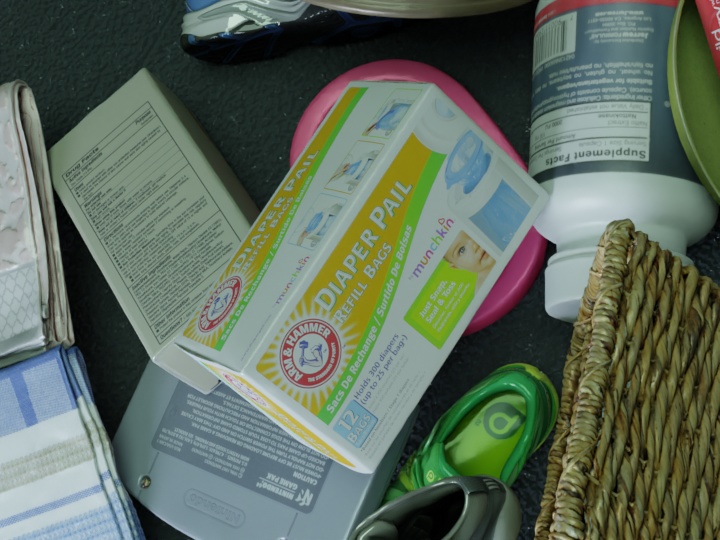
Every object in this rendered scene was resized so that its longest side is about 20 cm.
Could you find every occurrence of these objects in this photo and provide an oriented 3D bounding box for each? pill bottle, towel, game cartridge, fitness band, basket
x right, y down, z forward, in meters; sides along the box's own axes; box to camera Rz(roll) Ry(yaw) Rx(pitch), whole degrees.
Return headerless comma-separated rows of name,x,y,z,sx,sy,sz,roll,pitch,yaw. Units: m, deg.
pill bottle,0.163,-0.071,0.927,0.118,0.120,0.202,0,77,16
towel,-0.213,0.163,0.990,0.146,0.024,0.202,-22,87,19
game cartridge,-0.069,0.117,0.968,0.199,0.040,0.134,18,75,32
towel,-0.290,-0.011,1.050,0.199,0.032,0.193,-21,73,31
fitness band,0.037,-0.050,1.002,0.143,0.037,0.201,-37,71,4
basket,0.134,0.099,0.806,0.142,0.148,0.201,-30,38,51

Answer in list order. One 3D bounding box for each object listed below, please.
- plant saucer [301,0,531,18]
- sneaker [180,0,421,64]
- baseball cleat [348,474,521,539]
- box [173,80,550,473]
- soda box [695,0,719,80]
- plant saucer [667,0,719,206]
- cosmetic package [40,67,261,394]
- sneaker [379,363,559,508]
plant saucer,0.029,-0.210,0.975,0.198,0.200,0.030,13,120,18
sneaker,-0.034,-0.200,1.038,0.198,0.076,0.078,-6,78,12
baseball cleat,0.004,0.187,0.850,0.201,0.106,0.070,-52,55,10
box,0.000,0.000,0.884,0.201,0.112,0.101,-57,28,-11
soda box,0.251,-0.098,0.837,0.063,0.070,0.202,-19,90,-28
plant saucer,0.253,-0.104,0.901,0.031,0.199,0.202,-18,65,57
cosmetic package,-0.124,-0.029,0.998,0.105,0.071,0.201,-38,55,6
sneaker,0.047,0.138,0.924,0.074,0.084,0.201,33,87,16
